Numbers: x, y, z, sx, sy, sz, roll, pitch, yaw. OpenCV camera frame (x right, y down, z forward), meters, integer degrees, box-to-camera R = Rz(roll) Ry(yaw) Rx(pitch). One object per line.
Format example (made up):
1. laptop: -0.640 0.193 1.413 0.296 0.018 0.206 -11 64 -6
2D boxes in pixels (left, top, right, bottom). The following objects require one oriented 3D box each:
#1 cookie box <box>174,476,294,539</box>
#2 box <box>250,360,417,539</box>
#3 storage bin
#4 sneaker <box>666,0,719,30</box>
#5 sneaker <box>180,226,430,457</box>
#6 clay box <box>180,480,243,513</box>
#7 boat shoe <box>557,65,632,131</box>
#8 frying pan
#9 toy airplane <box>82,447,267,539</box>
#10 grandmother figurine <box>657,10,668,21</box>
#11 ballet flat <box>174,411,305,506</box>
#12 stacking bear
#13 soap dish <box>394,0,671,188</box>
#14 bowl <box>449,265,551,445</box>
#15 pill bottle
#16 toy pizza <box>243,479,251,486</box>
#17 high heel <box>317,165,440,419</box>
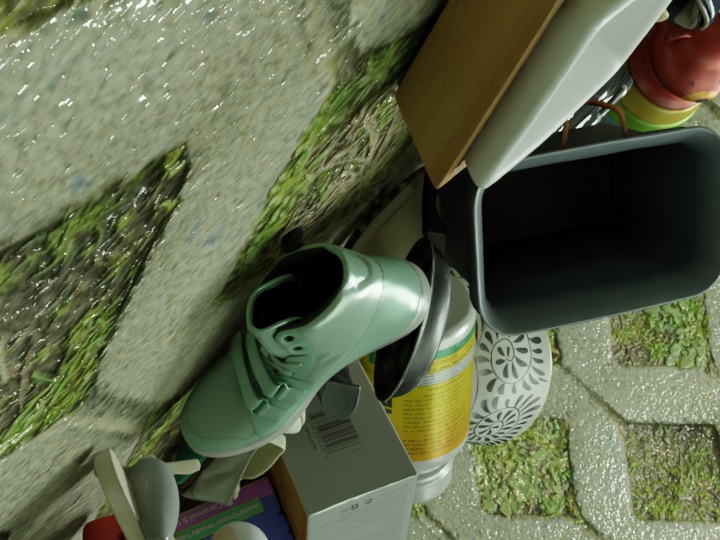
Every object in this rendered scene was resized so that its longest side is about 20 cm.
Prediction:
1. cookie box: -0.152 0.267 1.152 0.170 0.076 0.200 -20 159 -23
2. box: -0.028 0.190 1.160 0.097 0.125 0.201 -17 143 -18
3. storage bin: 0.145 -0.054 1.004 0.198 0.147 0.134 -12 -160 -18
4. sneaker: 0.298 -0.266 1.165 0.147 0.077 0.202 -60 161 3
5. sneaker: -0.063 0.046 0.869 0.200 0.074 0.118 -37 153 19
6. clay box: -0.135 0.223 1.310 0.200 0.047 0.115 -44 169 -34
7. boat shoe: 0.159 -0.109 1.183 0.200 0.068 0.073 -51 -154 -14
8. frying pan: 0.040 0.003 0.958 0.115 0.031 0.192 122 -19 -54
9. toy airplane: -0.112 0.216 0.890 0.141 0.200 0.200 -33 165 -23
10. grandmother figurine: 0.153 -0.145 1.099 0.200 0.061 0.121 -45 178 -5
11. ballet flat: -0.075 0.107 1.015 0.200 0.063 0.068 -52 -154 40
12. stacking bear: 0.270 -0.176 1.249 0.120 0.115 0.200 0 169 -15
13. soap dish: 0.114 -0.150 0.784 0.200 0.081 0.158 -40 168 -42
14. bowl: 0.080 0.087 1.355 0.094 0.201 0.201 -18 151 -49
15. pill bottle: 0.045 0.107 1.241 0.113 0.112 0.202 -40 141 -43
16. toy pizza: -0.037 0.140 1.283 0.200 0.032 0.201 -45 151 -33
17. high heel: 0.000 0.000 1.059 0.143 0.071 0.202 -124 -124 -70
